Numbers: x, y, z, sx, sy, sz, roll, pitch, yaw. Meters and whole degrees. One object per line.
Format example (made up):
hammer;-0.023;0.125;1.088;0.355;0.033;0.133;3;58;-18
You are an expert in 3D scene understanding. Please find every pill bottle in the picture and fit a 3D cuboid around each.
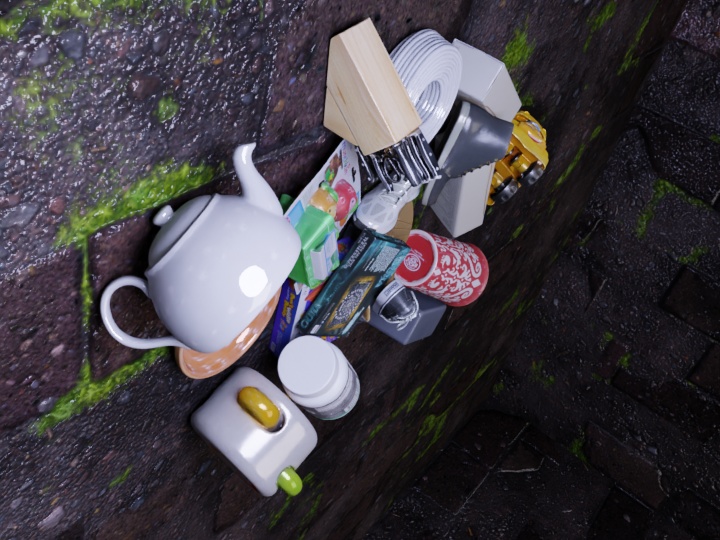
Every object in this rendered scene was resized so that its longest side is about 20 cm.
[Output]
pill bottle;-0.070;0.181;1.221;0.113;0.113;0.200;-52;160;-12

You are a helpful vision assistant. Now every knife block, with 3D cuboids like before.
knife block;0.038;-0.203;0.954;0.064;0.175;0.201;-41;154;-36

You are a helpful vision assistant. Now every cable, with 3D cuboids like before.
cable;0.081;-0.266;1.108;0.201;0.069;0.200;-63;158;15

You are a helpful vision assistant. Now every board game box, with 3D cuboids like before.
board game box;-0.075;0.051;1.226;0.134;0.045;0.201;-23;142;-40
board game box;-0.009;0.027;1.201;0.200;0.028;0.135;-54;154;13

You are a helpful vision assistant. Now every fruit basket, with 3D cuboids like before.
fruit basket;-0.047;-0.082;1.063;0.200;0.093;0.186;-50;158;-25

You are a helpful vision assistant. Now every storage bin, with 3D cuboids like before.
storage bin;0.094;0.072;1.533;0.146;0.134;0.200;-62;159;16

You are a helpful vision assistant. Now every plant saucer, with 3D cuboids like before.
plant saucer;-0.191;0.062;1.028;0.200;0.037;0.201;-45;156;-26

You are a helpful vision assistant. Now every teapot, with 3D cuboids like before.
teapot;-0.176;-0.013;0.819;0.197;0.146;0.201;-32;-156;46

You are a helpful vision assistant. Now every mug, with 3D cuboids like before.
mug;0.133;-0.007;1.428;0.200;0.176;0.135;15;78;-56

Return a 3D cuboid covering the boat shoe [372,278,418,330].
boat shoe;0.070;0.064;1.298;0.074;0.068;0.199;-40;172;-10

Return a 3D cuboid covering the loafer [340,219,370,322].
loafer;0.000;0.000;1.287;0.073;0.072;0.201;-34;138;-48

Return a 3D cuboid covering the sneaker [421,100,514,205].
sneaker;0.181;-0.182;1.249;0.075;0.106;0.201;-81;-167;-54

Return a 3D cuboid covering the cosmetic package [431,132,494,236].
cosmetic package;0.193;-0.171;1.403;0.073;0.104;0.200;-25;151;-14

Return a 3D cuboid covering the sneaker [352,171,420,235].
sneaker;0.059;-0.147;1.204;0.201;0.075;0.116;-49;171;-44

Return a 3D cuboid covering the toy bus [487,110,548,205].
toy bus;0.312;-0.255;1.475;0.192;0.136;0.200;-50;-172;-29

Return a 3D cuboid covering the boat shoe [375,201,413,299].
boat shoe;0.037;-0.049;1.331;0.070;0.069;0.201;4;111;-42

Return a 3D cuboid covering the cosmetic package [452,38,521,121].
cosmetic package;0.211;-0.318;1.273;0.073;0.103;0.200;-58;158;7

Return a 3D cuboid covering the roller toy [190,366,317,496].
roller toy;-0.166;0.249;1.153;0.140;0.182;0.200;-46;124;-20
